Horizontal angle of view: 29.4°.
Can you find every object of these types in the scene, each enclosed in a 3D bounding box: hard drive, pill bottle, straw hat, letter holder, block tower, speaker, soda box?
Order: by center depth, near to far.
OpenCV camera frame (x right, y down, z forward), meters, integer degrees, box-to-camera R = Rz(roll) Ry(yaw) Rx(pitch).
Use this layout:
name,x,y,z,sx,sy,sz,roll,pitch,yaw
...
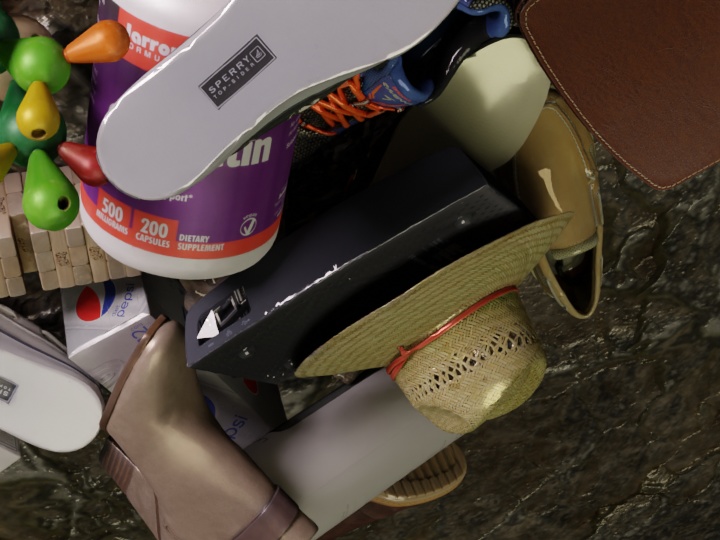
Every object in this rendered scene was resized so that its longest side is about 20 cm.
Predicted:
name,x,y,z,sx,sy,sz,roll,pitch,yaw
pill bottle,-0.084,-0.103,0.716,0.112,0.113,0.201,-1,126,-20
letter holder,0.171,-0.154,0.783,0.142,0.101,0.200,-32,138,18
hard drive,0.000,0.000,0.806,0.199,0.042,0.135,-31,161,14
block tower,-0.139,-0.032,0.832,0.199,0.058,0.054,-11,140,-11
straw hat,0.064,0.052,0.839,0.200,0.085,0.201,-29,171,-5
soda box,-0.122,0.068,0.942,0.063,0.068,0.200,-27,140,10
speaker,0.000,0.120,0.972,0.200,0.081,0.081,-30,149,-34

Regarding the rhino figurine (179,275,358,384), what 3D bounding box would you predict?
name,x,y,z,sx,sy,sz,roll,pitch,yaw
rhino figurine,-0.041,0.017,0.918,0.199,0.060,0.087,17,126,-41

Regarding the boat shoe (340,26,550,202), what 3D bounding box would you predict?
name,x,y,z,sx,sy,sz,roll,pitch,yaw
boat shoe,0.046,-0.077,0.851,0.073,0.063,0.202,22,128,-18

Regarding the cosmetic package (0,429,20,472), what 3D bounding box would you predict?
name,x,y,z,sx,sy,sz,roll,pitch,yaw
cosmetic package,-0.320,0.136,0.933,0.200,0.083,0.051,-36,135,18

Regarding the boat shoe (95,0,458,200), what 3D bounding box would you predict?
name,x,y,z,sx,sy,sz,roll,pitch,yaw
boat shoe,-0.035,-0.104,0.622,0.200,0.057,0.069,-33,99,11

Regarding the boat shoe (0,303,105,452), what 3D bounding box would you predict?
name,x,y,z,sx,sy,sz,roll,pitch,yaw
boat shoe,-0.250,0.044,0.865,0.199,0.066,0.072,27,101,-18

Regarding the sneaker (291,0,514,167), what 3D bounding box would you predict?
name,x,y,z,sx,sy,sz,roll,pitch,yaw
sneaker,0.004,-0.118,0.773,0.200,0.079,0.075,-39,135,22

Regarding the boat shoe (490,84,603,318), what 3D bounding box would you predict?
name,x,y,z,sx,sy,sz,roll,pitch,yaw
boat shoe,0.134,-0.041,0.911,0.071,0.076,0.200,-23,140,5

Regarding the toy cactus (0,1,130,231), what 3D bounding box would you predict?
name,x,y,z,sx,sy,sz,roll,pitch,yaw
toy cactus,-0.173,-0.117,0.672,0.102,0.200,0.165,-34,180,-1

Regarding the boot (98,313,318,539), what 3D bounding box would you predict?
name,x,y,z,sx,sy,sz,roll,pitch,yaw
boot,-0.090,0.124,0.853,0.070,0.146,0.200,-48,171,-34

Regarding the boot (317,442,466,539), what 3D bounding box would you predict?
name,x,y,z,sx,sy,sz,roll,pitch,yaw
boot,-0.024,0.194,1.142,0.199,0.073,0.167,-5,150,-18
